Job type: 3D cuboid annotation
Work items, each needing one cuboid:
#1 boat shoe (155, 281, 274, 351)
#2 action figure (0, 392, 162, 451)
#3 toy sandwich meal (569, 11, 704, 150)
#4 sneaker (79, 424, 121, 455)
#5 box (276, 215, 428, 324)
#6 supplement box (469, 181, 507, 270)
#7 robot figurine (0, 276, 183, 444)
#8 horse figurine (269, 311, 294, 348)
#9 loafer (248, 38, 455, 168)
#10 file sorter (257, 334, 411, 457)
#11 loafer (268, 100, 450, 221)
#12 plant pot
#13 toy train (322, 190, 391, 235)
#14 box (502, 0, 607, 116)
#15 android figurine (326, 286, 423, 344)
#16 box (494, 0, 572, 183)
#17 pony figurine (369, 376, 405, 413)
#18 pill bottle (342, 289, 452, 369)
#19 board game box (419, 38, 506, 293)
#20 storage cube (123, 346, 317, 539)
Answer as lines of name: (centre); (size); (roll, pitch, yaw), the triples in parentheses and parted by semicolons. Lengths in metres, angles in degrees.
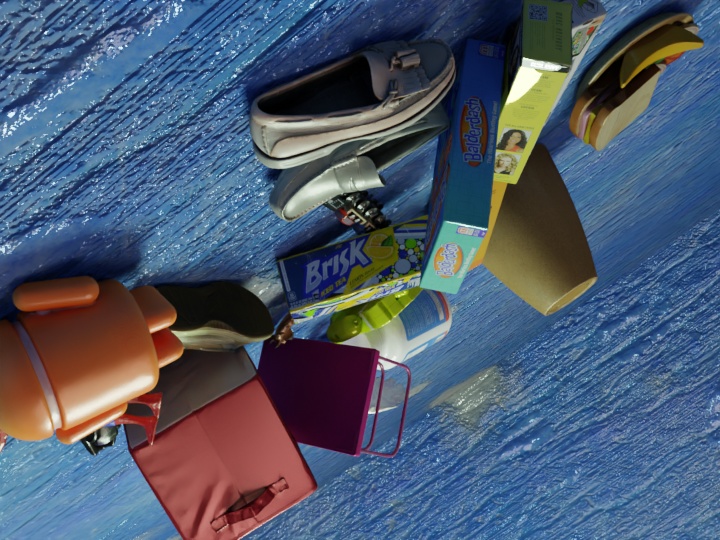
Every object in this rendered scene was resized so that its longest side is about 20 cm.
boat shoe: (-0.179, 0.060, 0.946); (0.063, 0.074, 0.199); (-34, 161, 28)
action figure: (-0.312, 0.163, 0.854); (0.195, 0.066, 0.101); (12, 116, -11)
toy sandwich meal: (0.362, -0.247, 1.082); (0.203, 0.071, 0.206); (-30, 162, -11)
sneaker: (-0.292, 0.143, 0.928); (0.075, 0.088, 0.201); (-23, 159, -27)
box: (0.000, 0.000, 1.022); (0.196, 0.071, 0.064); (-17, 164, -3)
supplement box: (0.138, -0.075, 1.102); (0.066, 0.069, 0.202); (-26, 153, -21)
robot figurine: (-0.267, 0.080, 0.769); (0.197, 0.118, 0.144); (-24, 163, -29)
horse figurine: (-0.034, 0.022, 1.133); (0.199, 0.050, 0.132); (-40, 167, 27)
loafer: (-0.003, -0.152, 0.706); (0.197, 0.073, 0.063); (-27, 155, -10)
file sorter: (-0.042, 0.184, 1.191); (0.197, 0.142, 0.125); (4, 166, 35)
loafer: (-0.003, -0.108, 0.807); (0.199, 0.070, 0.070); (-37, 160, 11)
plant pot: (0.250, -0.045, 1.202); (0.184, 0.202, 0.187); (-29, 161, -11)
toy train: (-0.008, -0.072, 0.955); (0.045, 0.035, 0.200); (-32, 162, 10)
box: (0.190, -0.213, 0.928); (0.109, 0.035, 0.201); (-27, 161, -19)
android figurine: (0.029, 0.035, 1.170); (0.182, 0.041, 0.199); (-46, -171, -28)
box: (0.160, -0.172, 0.830); (0.049, 0.077, 0.201); (7, 155, -1)
pony figurine: (-0.037, 0.180, 1.404); (0.190, 0.170, 0.199); (-20, 176, -33)
pill bottle: (0.051, 0.091, 1.332); (0.198, 0.113, 0.112); (-21, 160, -46)
board game box: (0.101, -0.100, 0.832); (0.044, 0.204, 0.153); (9, 155, -1)
storage cube: (-0.179, 0.203, 1.021); (0.169, 0.182, 0.200); (-29, -154, -10)
